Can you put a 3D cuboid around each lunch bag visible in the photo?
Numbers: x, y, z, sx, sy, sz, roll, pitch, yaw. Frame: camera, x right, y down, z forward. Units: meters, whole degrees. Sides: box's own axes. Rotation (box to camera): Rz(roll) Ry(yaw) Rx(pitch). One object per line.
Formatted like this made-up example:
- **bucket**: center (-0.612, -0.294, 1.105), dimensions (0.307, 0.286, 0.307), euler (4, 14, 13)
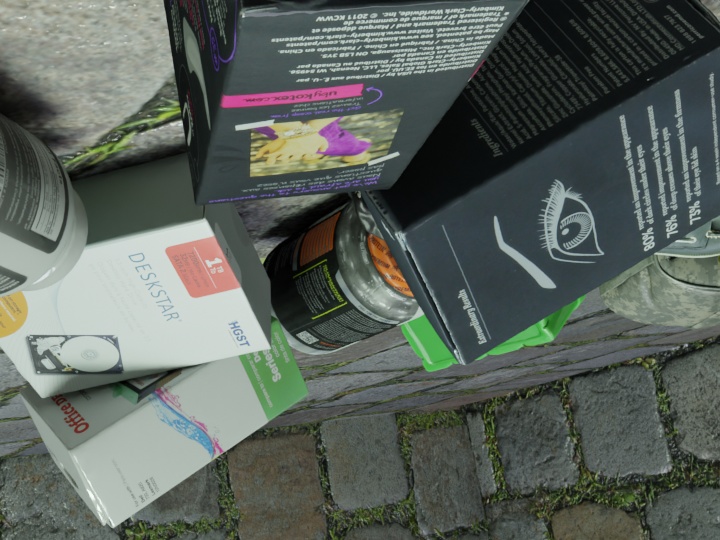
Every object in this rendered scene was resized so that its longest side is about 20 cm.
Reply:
- **lunch bag**: center (0.378, -0.010, 1.245), dimensions (0.167, 0.140, 0.200), euler (-9, 167, -11)

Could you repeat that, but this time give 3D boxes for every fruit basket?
- **fruit basket**: center (0.148, 0.009, 1.230), dimensions (0.215, 0.156, 0.216), euler (-26, -154, 14)

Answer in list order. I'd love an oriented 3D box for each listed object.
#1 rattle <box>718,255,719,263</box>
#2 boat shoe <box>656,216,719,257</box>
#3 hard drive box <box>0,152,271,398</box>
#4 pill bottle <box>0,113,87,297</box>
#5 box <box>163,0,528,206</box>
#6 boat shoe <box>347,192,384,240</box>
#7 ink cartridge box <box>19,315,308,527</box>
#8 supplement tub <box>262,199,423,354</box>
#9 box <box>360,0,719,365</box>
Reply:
- **rattle**: center (0.281, -0.003, 0.998), dimensions (0.199, 0.144, 0.130), euler (-12, -172, -17)
- **boat shoe**: center (0.268, -0.048, 0.919), dimensions (0.199, 0.073, 0.062), euler (-6, 172, 9)
- **hard drive box**: center (-0.186, 0.006, 0.834), dimensions (0.199, 0.077, 0.156), euler (-14, 137, 8)
- **pill bottle**: center (-0.237, -0.044, 0.633), dimensions (0.110, 0.111, 0.200), euler (-12, 167, 7)
- **box**: center (-0.020, -0.117, 0.456), dimensions (0.105, 0.123, 0.200), euler (-7, 167, -15)
- **boat shoe**: center (0.066, -0.112, 0.713), dimensions (0.200, 0.093, 0.075), euler (-34, 131, 1)
- **ink cartridge box**: center (-0.169, 0.105, 0.923), dimensions (0.200, 0.084, 0.145), euler (-32, -151, -22)
- **supplement tub**: center (0.000, 0.000, 1.005), dimensions (0.122, 0.123, 0.200), euler (-2, 166, -36)
- **box**: center (0.102, -0.062, 0.619), dimensions (0.199, 0.105, 0.148), euler (-29, 142, -1)
